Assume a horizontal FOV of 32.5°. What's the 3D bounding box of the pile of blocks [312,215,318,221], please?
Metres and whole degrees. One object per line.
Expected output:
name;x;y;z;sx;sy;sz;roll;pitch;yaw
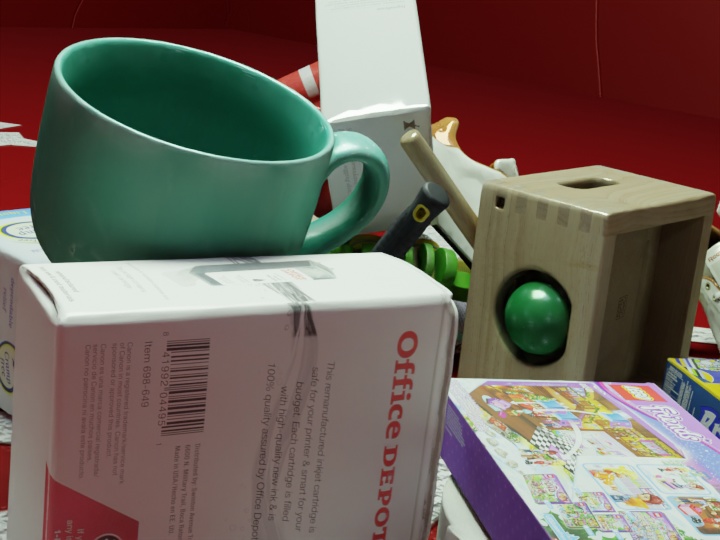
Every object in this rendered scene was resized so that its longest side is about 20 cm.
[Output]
pile of blocks;-0.071;-0.006;0.944;0.199;0.062;0.082;38;61;13

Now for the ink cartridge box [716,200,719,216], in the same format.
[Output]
ink cartridge box;0.396;-0.008;1.085;0.198;0.047;0.200;47;24;4

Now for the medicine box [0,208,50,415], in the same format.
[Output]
medicine box;-0.148;0.029;0.802;0.180;0.105;0.198;-9;21;-45

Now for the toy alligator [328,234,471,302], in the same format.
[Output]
toy alligator;0.000;0.000;0.882;0.196;0.055;0.060;4;59;-7

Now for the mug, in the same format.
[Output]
mug;-0.086;-0.036;0.668;0.182;0.116;0.152;21;25;3

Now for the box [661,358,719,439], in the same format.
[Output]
box;0.249;0.115;0.731;0.069;0.065;0.200;2;16;-14

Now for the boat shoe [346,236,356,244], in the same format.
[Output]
boat shoe;-0.037;-0.005;1.050;0.072;0.064;0.200;10;15;15

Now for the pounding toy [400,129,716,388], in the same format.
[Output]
pounding toy;0.131;0.003;0.859;0.141;0.188;0.198;18;19;39

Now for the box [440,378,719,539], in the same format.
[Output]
box;0.123;0.107;0.612;0.134;0.040;0.200;3;15;-12

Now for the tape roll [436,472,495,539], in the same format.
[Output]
tape roll;0.135;0.144;0.631;0.199;0.038;0.203;7;15;-2

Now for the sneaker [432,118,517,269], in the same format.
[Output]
sneaker;0.114;-0.036;0.983;0.200;0.085;0.073;49;-3;-5

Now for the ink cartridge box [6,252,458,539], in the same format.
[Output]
ink cartridge box;-0.061;0.072;0.593;0.197;0.148;0.085;-1;18;-29

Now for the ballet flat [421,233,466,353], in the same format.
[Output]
ballet flat;0.059;0.024;1.012;0.071;0.073;0.201;5;15;-6

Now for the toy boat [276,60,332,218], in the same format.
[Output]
toy boat;-0.050;-0.105;1.039;0.197;0.132;0.131;-24;-3;0

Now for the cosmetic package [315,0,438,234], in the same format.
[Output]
cosmetic package;0.010;-0.136;0.920;0.080;0.114;0.202;-5;45;3

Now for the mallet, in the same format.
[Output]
mallet;0.009;0.014;0.802;0.066;0.200;0.041;47;48;-4

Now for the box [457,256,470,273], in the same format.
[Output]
box;0.178;0.027;1.052;0.197;0.051;0.075;14;16;24

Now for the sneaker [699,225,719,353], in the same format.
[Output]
sneaker;0.296;0.030;0.962;0.072;0.085;0.201;-32;27;8
